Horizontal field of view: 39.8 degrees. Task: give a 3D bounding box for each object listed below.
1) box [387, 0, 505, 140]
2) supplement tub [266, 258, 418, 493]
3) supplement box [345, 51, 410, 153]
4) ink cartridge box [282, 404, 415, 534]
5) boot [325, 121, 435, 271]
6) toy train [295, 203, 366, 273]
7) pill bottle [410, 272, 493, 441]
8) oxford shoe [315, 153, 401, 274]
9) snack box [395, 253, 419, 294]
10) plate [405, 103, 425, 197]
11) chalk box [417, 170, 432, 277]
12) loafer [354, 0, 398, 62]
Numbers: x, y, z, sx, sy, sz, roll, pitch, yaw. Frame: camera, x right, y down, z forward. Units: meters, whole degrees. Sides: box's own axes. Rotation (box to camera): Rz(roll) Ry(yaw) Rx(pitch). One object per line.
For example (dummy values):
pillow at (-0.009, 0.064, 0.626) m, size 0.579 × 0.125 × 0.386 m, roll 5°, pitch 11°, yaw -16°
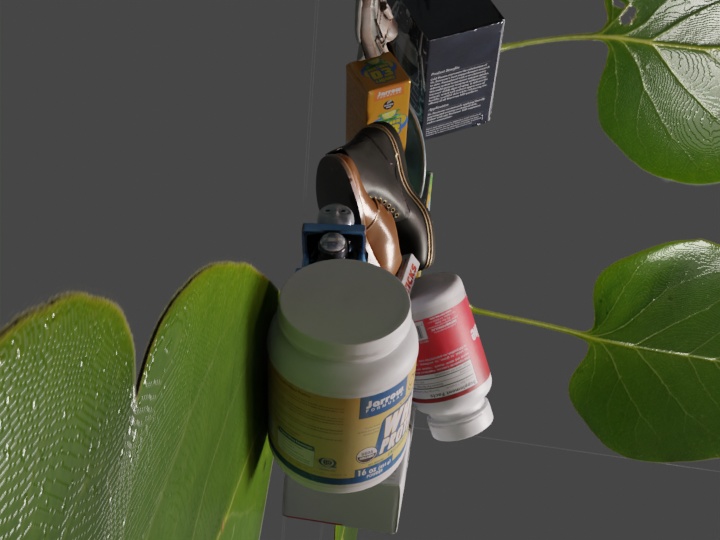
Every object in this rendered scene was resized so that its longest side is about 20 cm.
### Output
box at (0.105, -0.335, 1.452) m, size 0.197 × 0.124 × 0.200 m, roll 93°, pitch -25°, yaw -53°
supplement tub at (-0.019, 0.104, 0.974) m, size 0.145 × 0.144 × 0.200 m, roll -77°, pitch 173°, yaw -50°
supplement box at (0.021, -0.193, 1.344) m, size 0.200 × 0.066 × 0.069 m, roll 90°, pitch -24°, yaw -50°
ink cartridge box at (-0.010, 0.231, 1.286) m, size 0.200 × 0.145 × 0.084 m, roll -74°, pitch 170°, yaw -59°
boot at (0.018, -0.076, 1.247) m, size 0.138 × 0.077 × 0.200 m, roll -37°, pitch 106°, yaw -58°
toy train at (-0.030, 0.013, 1.119) m, size 0.200 × 0.087 × 0.114 m, roll 90°, pitch 0°, yaw -49°
pill bottle at (0.104, 0.113, 1.287) m, size 0.112 × 0.112 × 0.200 m, roll -68°, pitch 140°, yaw -72°
oxford shoe at (0.002, -0.065, 1.173) m, size 0.071 × 0.071 × 0.200 m, roll -43°, pitch 137°, yaw -25°
snack box at (0.015, 0.065, 1.206) m, size 0.024 × 0.072 × 0.200 m, roll 50°, pitch 43°, yaw -31°
plate at (0.050, -0.168, 1.444) m, size 0.200 × 0.026 × 0.201 m, roll 34°, pitch -51°, yaw 56°
chalk box at (0.050, -0.093, 1.631) m, size 0.124 × 0.125 × 0.200 m, roll 87°, pitch 13°, yaw -65°
loafer at (0.027, -0.325, 1.353) m, size 0.200 × 0.063 × 0.072 m, roll 87°, pitch 13°, yaw -67°
